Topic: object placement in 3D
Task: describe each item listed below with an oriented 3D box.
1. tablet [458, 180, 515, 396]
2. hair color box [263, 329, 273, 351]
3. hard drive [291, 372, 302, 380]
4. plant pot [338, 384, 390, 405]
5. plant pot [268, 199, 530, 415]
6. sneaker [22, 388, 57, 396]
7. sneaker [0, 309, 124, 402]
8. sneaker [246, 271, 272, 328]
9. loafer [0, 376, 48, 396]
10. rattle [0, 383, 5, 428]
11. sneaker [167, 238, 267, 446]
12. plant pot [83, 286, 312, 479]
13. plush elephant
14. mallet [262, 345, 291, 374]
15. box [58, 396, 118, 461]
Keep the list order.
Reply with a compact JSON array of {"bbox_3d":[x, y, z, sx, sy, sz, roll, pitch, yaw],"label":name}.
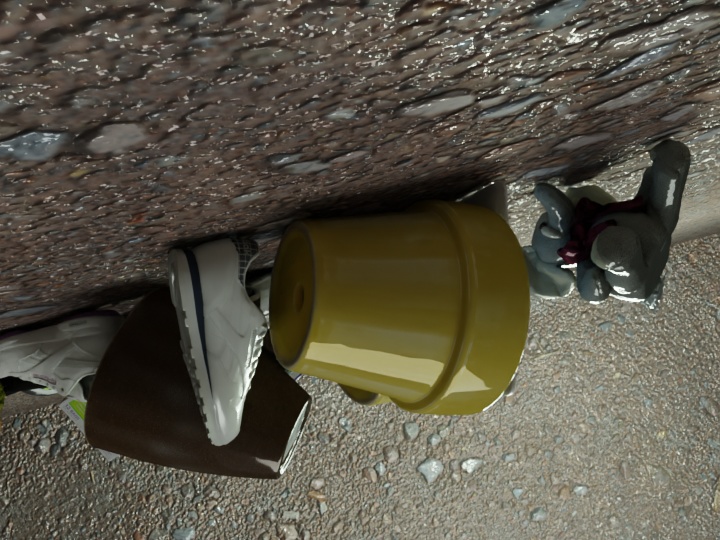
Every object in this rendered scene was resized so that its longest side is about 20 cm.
[{"bbox_3d":[0.109,0.025,0.699,0.013,0.203,0.130,6,165,-24],"label":"tablet"},{"bbox_3d":[-0.156,0.142,1.068,0.060,0.101,0.201,-30,-155,10],"label":"hair color box"},{"bbox_3d":[-0.069,0.094,1.079,0.132,0.025,0.200,-44,-170,13],"label":"hard drive"},{"bbox_3d":[0.062,0.085,0.924,0.187,0.204,0.200,-17,176,-34],"label":"plant pot"},{"bbox_3d":[0.022,0.030,0.646,0.186,0.204,0.200,5,165,-25],"label":"plant pot"},{"bbox_3d":[-0.422,0.128,1.054,0.083,0.072,0.199,-47,158,25],"label":"sneaker"},{"bbox_3d":[-0.361,0.112,0.818,0.197,0.101,0.075,-15,175,17],"label":"sneaker"},{"bbox_3d":[-0.095,0.046,0.895,0.074,0.089,0.199,-17,172,38],"label":"sneaker"},{"bbox_3d":[-0.415,0.118,0.932,0.197,0.074,0.071,-10,-176,7],"label":"loafer"},{"bbox_3d":[-0.525,0.170,0.810,0.197,0.132,0.143,15,-166,-26],"label":"rattle"},{"bbox_3d":[-0.121,0.070,0.642,0.079,0.203,0.076,-14,-151,-24],"label":"sneaker"},{"bbox_3d":[-0.160,0.142,0.768,0.197,0.189,0.187,21,176,6],"label":"plant pot"},{"bbox_3d":[0.246,-0.040,0.752,0.154,0.166,0.201,23,158,34],"label":"plush elephant"},{"bbox_3d":[-0.160,0.080,0.861,0.065,0.042,0.199,1,-161,-41],"label":"mallet"},{"bbox_3d":[-0.293,0.155,0.970,0.198,0.113,0.102,-30,-164,21],"label":"box"}]
